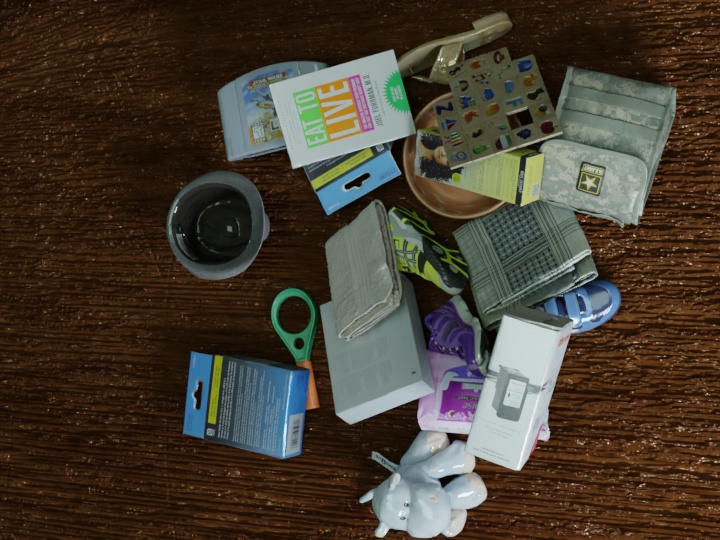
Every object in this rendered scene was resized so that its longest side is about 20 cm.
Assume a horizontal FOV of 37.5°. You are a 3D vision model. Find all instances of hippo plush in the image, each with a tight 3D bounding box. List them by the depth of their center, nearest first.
[{"bbox_3d":[0.084,0.322,1.604,0.199,0.161,0.160,16,94,18],"label":"hippo plush"}]

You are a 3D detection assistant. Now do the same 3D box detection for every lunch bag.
[{"bbox_3d":[0.351,-0.175,1.537,0.163,0.118,0.201,16,83,19],"label":"lunch bag"}]

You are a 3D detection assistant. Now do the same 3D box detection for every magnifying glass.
[{"bbox_3d":[-0.098,0.128,1.748,0.079,0.022,0.201,-13,83,19],"label":"magnifying glass"}]

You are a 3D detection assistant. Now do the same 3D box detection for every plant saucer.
[{"bbox_3d":[0.165,-0.180,1.654,0.199,0.037,0.202,-1,87,20],"label":"plant saucer"}]

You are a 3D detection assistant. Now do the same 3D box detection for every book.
[{"bbox_3d":[-0.028,-0.247,1.631,0.199,0.048,0.134,-17,94,-3],"label":"book"}]

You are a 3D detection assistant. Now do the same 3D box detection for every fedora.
[{"bbox_3d":[-0.222,-0.073,1.757,0.199,0.090,0.178,-9,84,25],"label":"fedora"}]

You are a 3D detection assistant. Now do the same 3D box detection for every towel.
[{"bbox_3d":[0.240,-0.030,1.583,0.192,0.035,0.201,-28,51,17],"label":"towel"},{"bbox_3d":[0.000,0.000,1.650,0.132,0.034,0.201,-38,46,32],"label":"towel"}]

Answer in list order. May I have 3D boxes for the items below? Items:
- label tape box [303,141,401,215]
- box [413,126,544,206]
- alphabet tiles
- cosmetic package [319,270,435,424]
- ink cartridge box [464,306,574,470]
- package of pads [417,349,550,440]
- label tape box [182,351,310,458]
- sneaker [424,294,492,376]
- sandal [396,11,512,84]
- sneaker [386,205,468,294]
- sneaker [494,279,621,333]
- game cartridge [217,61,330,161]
[{"bbox_3d":[-0.028,-0.209,1.709,0.143,0.066,0.201,-28,82,18],"label":"label tape box"},{"bbox_3d":[0.172,-0.157,1.566,0.199,0.050,0.076,19,116,37],"label":"box"},{"bbox_3d":[0.191,-0.246,1.557,0.166,0.008,0.201,-17,52,8],"label":"alphabet tiles"},{"bbox_3d":[0.024,0.119,1.644,0.150,0.052,0.201,-24,53,21],"label":"cosmetic package"},{"bbox_3d":[0.221,0.156,1.466,0.083,0.145,0.201,17,98,17],"label":"ink cartridge box"},{"bbox_3d":[0.191,0.189,1.606,0.199,0.076,0.121,2,70,18],"label":"package of pads"},{"bbox_3d":[-0.188,0.216,1.747,0.199,0.063,0.145,9,94,27],"label":"label tape box"},{"bbox_3d":[0.147,0.110,1.580,0.083,0.200,0.081,-26,112,-1],"label":"sneaker"},{"bbox_3d":[0.144,-0.323,1.645,0.211,0.078,0.070,-25,75,12],"label":"sandal"},{"bbox_3d":[0.097,-0.019,1.640,0.077,0.075,0.200,-60,42,21],"label":"sneaker"},{"bbox_3d":[0.290,0.063,1.582,0.199,0.082,0.074,-17,82,16],"label":"sneaker"},{"bbox_3d":[-0.135,-0.261,1.698,0.199,0.041,0.134,-12,90,21],"label":"game cartridge"}]
